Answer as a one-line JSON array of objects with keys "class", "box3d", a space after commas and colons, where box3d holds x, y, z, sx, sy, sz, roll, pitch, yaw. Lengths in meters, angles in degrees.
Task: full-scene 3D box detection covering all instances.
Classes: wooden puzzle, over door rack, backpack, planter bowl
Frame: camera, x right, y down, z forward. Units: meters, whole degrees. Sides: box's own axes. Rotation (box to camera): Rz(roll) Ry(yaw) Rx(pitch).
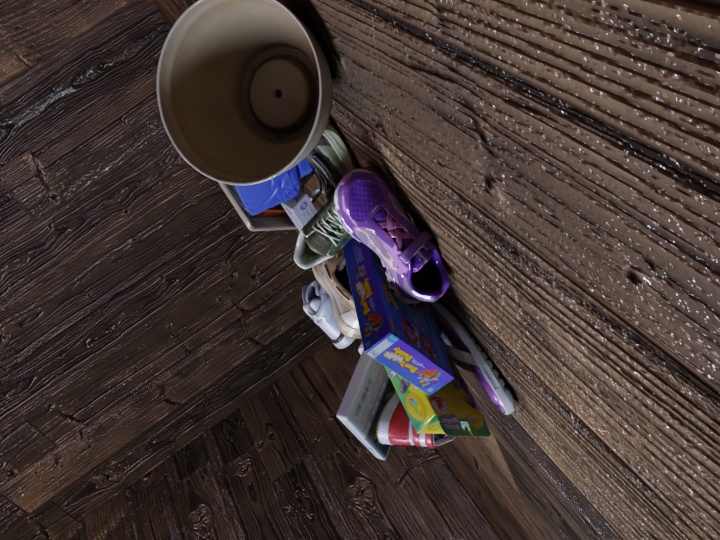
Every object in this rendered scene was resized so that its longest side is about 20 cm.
[{"class": "wooden puzzle", "box3d": [-0.182, -0.151, 1.264, 0.186, 0.037, 0.199, 54, -153, 20]}, {"class": "over door rack", "box3d": [-0.062, -0.112, 1.305, 0.201, 0.066, 0.148, 54, 174, 26]}, {"class": "backpack", "box3d": [-0.174, -0.220, 1.156, 0.164, 0.165, 0.201, 77, 166, -46]}, {"class": "planter bowl", "box3d": [-0.114, -0.205, 0.796, 0.202, 0.199, 0.135, 56, -160, 1]}]

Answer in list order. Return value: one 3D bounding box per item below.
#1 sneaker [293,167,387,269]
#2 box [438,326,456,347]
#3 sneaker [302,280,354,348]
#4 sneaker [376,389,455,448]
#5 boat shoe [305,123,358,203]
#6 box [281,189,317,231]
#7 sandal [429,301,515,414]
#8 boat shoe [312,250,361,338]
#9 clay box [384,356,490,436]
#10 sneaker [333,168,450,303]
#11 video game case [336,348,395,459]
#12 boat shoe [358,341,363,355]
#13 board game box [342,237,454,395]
[{"class": "sneaker", "box3d": [-0.033, -0.058, 0.927, 0.067, 0.090, 0.200, 41, 149, -8]}, {"class": "box", "box3d": [0.092, 0.063, 1.084, 0.202, 0.038, 0.041, 58, -169, -9]}, {"class": "sneaker", "box3d": [-0.034, 0.032, 1.243, 0.115, 0.202, 0.075, 40, 138, -20]}, {"class": "sneaker", "box3d": [0.112, 0.198, 1.079, 0.111, 0.201, 0.072, 2, 129, 29]}, {"class": "boat shoe", "box3d": [-0.025, -0.118, 0.997, 0.202, 0.064, 0.073, 58, 172, -23]}, {"class": "box", "box3d": [-0.084, -0.072, 1.254, 0.041, 0.039, 0.201, 32, 163, 35]}, {"class": "sandal", "box3d": [0.143, 0.122, 0.971, 0.204, 0.049, 0.083, 53, 173, 31]}, {"class": "boat shoe", "box3d": [-0.019, 0.008, 1.018, 0.070, 0.073, 0.201, -65, 36, 34]}, {"class": "clay box", "box3d": [0.096, 0.157, 0.973, 0.114, 0.048, 0.202, 15, -141, -44]}, {"class": "sneaker", "box3d": [0.047, -0.036, 0.833, 0.201, 0.080, 0.088, 53, 170, -22]}, {"class": "video game case", "box3d": [0.038, 0.173, 1.083, 0.023, 0.202, 0.182, 9, 152, 29]}, {"class": "boat shoe", "box3d": [0.061, 0.142, 1.194, 0.071, 0.069, 0.200, 17, 168, 36]}, {"class": "board game box", "box3d": [0.048, 0.053, 0.929, 0.134, 0.045, 0.202, 38, -155, -35]}]
